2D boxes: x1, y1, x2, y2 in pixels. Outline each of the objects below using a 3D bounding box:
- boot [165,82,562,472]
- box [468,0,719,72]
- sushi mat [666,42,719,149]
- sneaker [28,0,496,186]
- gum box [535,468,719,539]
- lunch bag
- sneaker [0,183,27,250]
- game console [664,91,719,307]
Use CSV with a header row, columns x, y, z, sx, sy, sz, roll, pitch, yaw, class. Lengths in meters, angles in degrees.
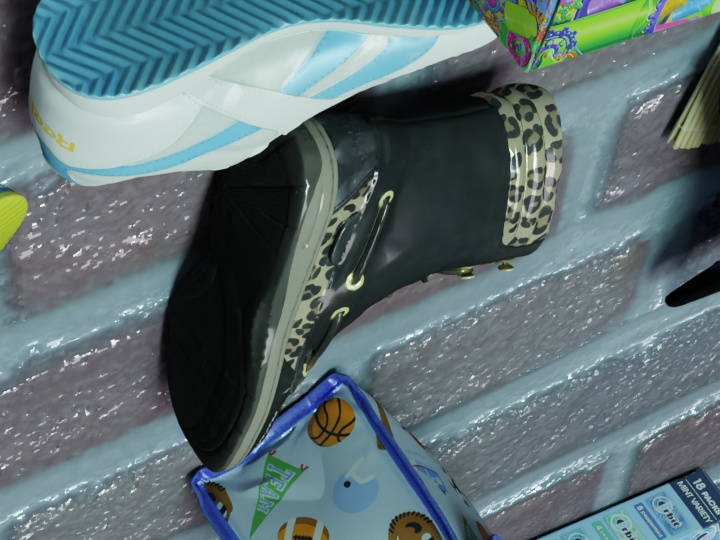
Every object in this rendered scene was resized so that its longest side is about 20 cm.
x,y,z,sx,sy,sz,roll,pitch,yaw,class
0.000,0.000,1.026,0.150,0.073,0.201,-15,140,-33,boot
0.125,-0.200,0.807,0.191,0.122,0.201,-18,146,-28,box
0.217,-0.137,1.110,0.095,0.012,0.201,-17,147,-34,sushi mat
-0.030,-0.088,0.867,0.199,0.077,0.081,-16,155,-21,sneaker
0.134,0.225,1.524,0.199,0.045,0.171,-20,147,-29,gum box
0.030,0.172,1.174,0.124,0.200,0.170,-37,150,3,lunch bag
-0.192,-0.002,0.824,0.200,0.082,0.074,-39,-176,43,sneaker
0.244,-0.079,1.198,0.199,0.116,0.177,-32,124,-20,game console
